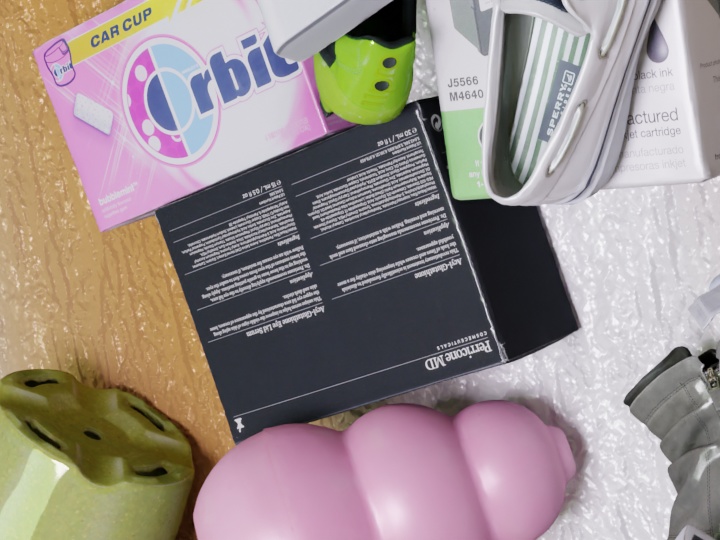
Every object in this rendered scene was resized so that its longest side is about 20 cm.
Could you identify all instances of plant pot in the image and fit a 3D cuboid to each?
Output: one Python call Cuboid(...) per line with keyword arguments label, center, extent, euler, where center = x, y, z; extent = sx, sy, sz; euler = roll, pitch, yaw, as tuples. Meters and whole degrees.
Cuboid(label="plant pot", center=(-0.192, 0.169, 1.305), extent=(0.200, 0.200, 0.185), euler=(34, 109, 27))

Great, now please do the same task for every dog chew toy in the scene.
Cuboid(label="dog chew toy", center=(0.016, 0.127, 1.132), extent=(0.199, 0.125, 0.125), euler=(-18, 91, -3))

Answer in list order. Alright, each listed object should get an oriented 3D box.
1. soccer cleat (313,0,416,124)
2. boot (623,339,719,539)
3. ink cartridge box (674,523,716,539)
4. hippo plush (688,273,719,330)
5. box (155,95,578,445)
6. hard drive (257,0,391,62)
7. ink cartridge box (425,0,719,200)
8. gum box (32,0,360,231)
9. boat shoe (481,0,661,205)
Cuboid(label="soccer cleat", center=(-0.001, -0.167, 1.087), extent=(0.081, 0.067, 0.201), euler=(117, 149, -53))
Cuboid(label="boot", center=(0.169, 0.113, 1.077), extent=(0.200, 0.068, 0.131), euler=(-38, 73, 31))
Cuboid(label="ink cartridge box", center=(0.192, 0.248, 1.043), extent=(0.198, 0.043, 0.200), euler=(32, 126, 4))
Cuboid(label="hippo plush", center=(0.263, 0.009, 0.904), extent=(0.161, 0.159, 0.200), euler=(47, 107, 5))
Cuboid(label="box", center=(0.000, 0.000, 1.162), extent=(0.200, 0.079, 0.142), euler=(-19, 87, 39))
Cuboid(label="hard drive", center=(-0.016, -0.219, 1.031), extent=(0.132, 0.027, 0.201), euler=(-32, 65, 29))
Cuboid(label="ink cartridge box", center=(0.109, -0.142, 1.033), extent=(0.145, 0.084, 0.201), euler=(-3, 100, 38))
Cuboid(label="gum box", center=(-0.081, -0.108, 1.203), extent=(0.200, 0.066, 0.114), euler=(-20, 91, 39))
Cuboid(label="boat shoe", center=(0.095, -0.121, 0.952), extent=(0.073, 0.067, 0.201), euler=(14, 109, 33))
